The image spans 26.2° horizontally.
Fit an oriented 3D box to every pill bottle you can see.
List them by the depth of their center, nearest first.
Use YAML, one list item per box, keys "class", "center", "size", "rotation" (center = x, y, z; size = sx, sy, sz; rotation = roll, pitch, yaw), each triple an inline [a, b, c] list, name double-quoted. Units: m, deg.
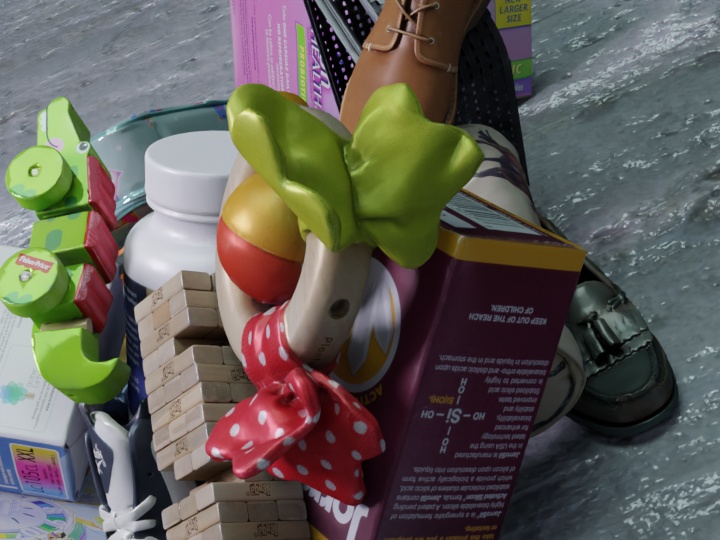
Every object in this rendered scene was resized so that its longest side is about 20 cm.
- class: "pill bottle"
  center: [-0.085, 0.025, 0.918]
  size: [0.110, 0.201, 0.111]
  rotation: [1, 22, 0]

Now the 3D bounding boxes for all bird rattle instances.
- class: "bird rattle"
  center: [-0.024, 0.001, 0.729]
  size: [0.112, 0.201, 0.163]
  rotation: [-2, 28, -22]

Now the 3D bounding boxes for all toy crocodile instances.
- class: "toy crocodile"
  center: [-0.166, -0.014, 0.892]
  size: [0.061, 0.068, 0.201]
  rotation: [-12, 53, 9]

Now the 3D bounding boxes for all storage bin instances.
- class: "storage bin"
  center: [0.040, -0.124, 1.074]
  size: [0.093, 0.200, 0.135]
  rotation: [-27, 58, -6]

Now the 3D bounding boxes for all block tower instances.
- class: "block tower"
  center: [-0.066, 0.103, 0.776]
  size: [0.054, 0.201, 0.058]
  rotation: [5, -25, -35]

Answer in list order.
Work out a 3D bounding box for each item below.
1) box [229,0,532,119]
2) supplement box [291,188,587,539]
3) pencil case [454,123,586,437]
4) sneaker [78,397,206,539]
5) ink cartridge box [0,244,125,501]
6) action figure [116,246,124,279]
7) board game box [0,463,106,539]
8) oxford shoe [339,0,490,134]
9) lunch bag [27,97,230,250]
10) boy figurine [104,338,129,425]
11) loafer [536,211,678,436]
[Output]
- class: "box"
  center: [0.014, -0.193, 1.289]
  size: [0.175, 0.097, 0.200]
  rotation: [-13, 19, -30]
- class: "supplement box"
  center: [0.022, 0.062, 0.780]
  size: [0.085, 0.201, 0.110]
  rotation: [5, 17, -38]
- class: "pencil case"
  center: [0.068, 0.006, 0.896]
  size: [0.089, 0.078, 0.201]
  rotation: [-26, 43, 13]
- class: "sneaker"
  center: [-0.123, 0.137, 0.825]
  size: [0.199, 0.130, 0.079]
  rotation: [-50, 18, -20]
- class: "ink cartridge box"
  center: [-0.253, 0.051, 0.931]
  size: [0.199, 0.077, 0.137]
  rotation: [10, 52, 1]
- class: "action figure"
  center: [-0.111, 0.001, 1.102]
  size: [0.193, 0.105, 0.200]
  rotation: [-4, -19, -21]
- class: "board game box"
  center: [-0.228, 0.155, 0.913]
  size: [0.199, 0.034, 0.135]
  rotation: [13, 39, 9]
- class: "oxford shoe"
  center: [0.030, -0.138, 0.927]
  size: [0.071, 0.071, 0.201]
  rotation: [13, 68, 14]
- class: "lunch bag"
  center: [-0.148, -0.065, 1.197]
  size: [0.200, 0.077, 0.160]
  rotation: [-15, -12, -46]
- class: "boy figurine"
  center: [-0.188, 0.082, 1.072]
  size: [0.124, 0.065, 0.200]
  rotation: [-30, 27, -19]
- class: "loafer"
  center: [0.124, 0.026, 0.920]
  size: [0.072, 0.063, 0.200]
  rotation: [-26, 28, -2]
